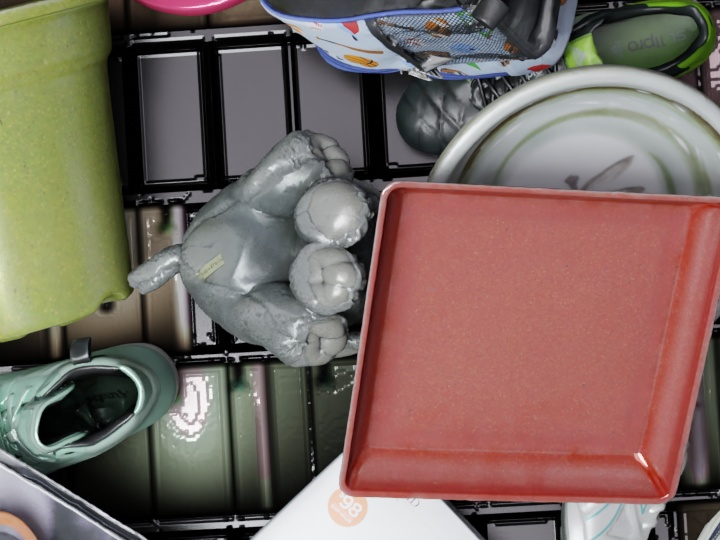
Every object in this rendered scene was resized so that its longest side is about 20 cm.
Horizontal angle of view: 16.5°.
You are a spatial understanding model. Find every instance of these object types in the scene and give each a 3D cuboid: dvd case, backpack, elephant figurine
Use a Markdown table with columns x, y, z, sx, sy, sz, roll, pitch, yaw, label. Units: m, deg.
| x | y | z | sx | sy | sz | roll | pitch | yaw | label |
| --- | --- | --- | --- | --- | --- | --- | --- | --- | --- |
| -0.228 | 0.155 | 1.479 | 0.200 | 0.149 | 0.016 | 32 | 45 | 3 | dvd case |
| 0.036 | -0.199 | 1.446 | 0.190 | 0.154 | 0.200 | 1 | 63 | 28 | backpack |
| 0.000 | 0.000 | 1.477 | 0.155 | 0.200 | 0.142 | 41 | 108 | 29 | elephant figurine |

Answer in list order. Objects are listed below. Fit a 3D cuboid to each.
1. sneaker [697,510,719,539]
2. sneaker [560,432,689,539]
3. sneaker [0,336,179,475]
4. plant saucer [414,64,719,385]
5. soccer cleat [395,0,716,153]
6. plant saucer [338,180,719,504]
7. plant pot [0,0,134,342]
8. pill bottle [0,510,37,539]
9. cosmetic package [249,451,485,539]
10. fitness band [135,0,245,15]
| x | y | z | sx | sy | sz | roll | pitch | yaw | label |
| --- | --- | --- | --- | --- | --- | --- | --- | --- | --- |
| 0.216 | 0.224 | 1.465 | 0.077 | 0.085 | 0.200 | 21 | 89 | 4 | sneaker |
| 0.157 | 0.130 | 1.480 | 0.080 | 0.070 | 0.200 | -1 | 88 | 0 | sneaker |
| -0.211 | 0.093 | 1.481 | 0.200 | 0.118 | 0.074 | -23 | 88 | 4 | sneaker |
| 0.125 | -0.031 | 1.409 | 0.200 | 0.050 | 0.200 | -4 | 118 | -7 | plant saucer |
| 0.115 | -0.122 | 1.485 | 0.200 | 0.081 | 0.068 | -18 | 87 | 3 | soccer cleat |
| 0.094 | 0.036 | 1.391 | 0.200 | 0.037 | 0.200 | 2 | 119 | -11 | plant saucer |
| -0.218 | -0.057 | 1.464 | 0.200 | 0.200 | 0.184 | -13 | 98 | 3 | plant pot |
| -0.275 | 0.186 | 1.445 | 0.200 | 0.106 | 0.106 | -13 | 87 | 37 | pill bottle |
| 0.022 | 0.215 | 1.496 | 0.151 | 0.052 | 0.200 | -44 | 86 | 0 | cosmetic package |
| -0.111 | -0.256 | 1.530 | 0.144 | 0.037 | 0.200 | -10 | 88 | 1 | fitness band |
